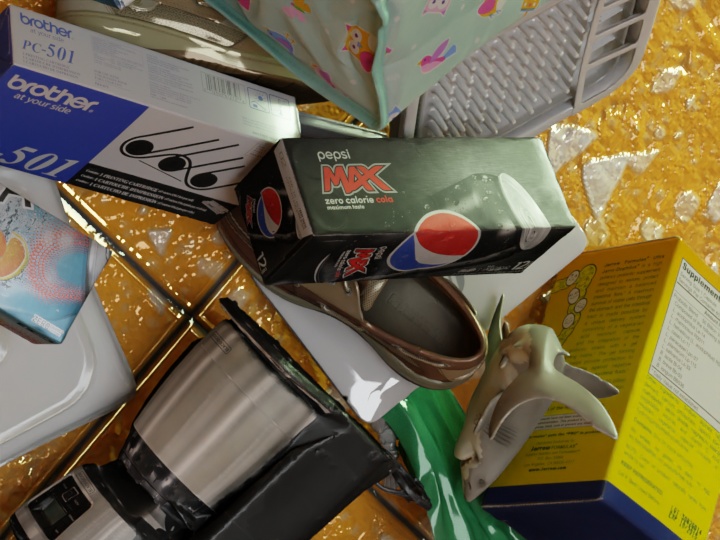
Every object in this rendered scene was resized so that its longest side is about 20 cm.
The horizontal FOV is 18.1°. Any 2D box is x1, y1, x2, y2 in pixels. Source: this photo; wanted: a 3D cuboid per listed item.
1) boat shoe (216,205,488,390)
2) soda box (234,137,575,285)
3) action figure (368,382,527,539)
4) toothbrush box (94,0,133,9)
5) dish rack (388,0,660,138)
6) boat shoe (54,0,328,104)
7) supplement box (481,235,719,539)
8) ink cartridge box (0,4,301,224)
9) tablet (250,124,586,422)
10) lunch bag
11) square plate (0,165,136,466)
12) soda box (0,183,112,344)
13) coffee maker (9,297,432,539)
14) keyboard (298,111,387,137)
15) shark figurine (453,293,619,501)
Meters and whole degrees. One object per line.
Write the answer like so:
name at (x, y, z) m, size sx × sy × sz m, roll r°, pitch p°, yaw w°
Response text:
boat shoe at (0.000, 0.000, 1.412) m, size 0.200 × 0.072 × 0.076 m, roll 32°, pitch 76°, yaw -8°
soda box at (0.029, -0.037, 1.366) m, size 0.200 × 0.063 × 0.071 m, roll -3°, pitch 64°, yaw -35°
action figure at (0.046, 0.118, 1.501) m, size 0.200 × 0.055 × 0.118 m, roll 60°, pitch 40°, yaw -12°
toothbrush box at (-0.134, -0.227, 1.228) m, size 0.146 × 0.200 × 0.085 m, roll -39°, pitch 120°, yaw -17°
dish rack at (0.097, -0.134, 1.419) m, size 0.200 × 0.044 × 0.172 m, roll -31°, pitch 159°, yaw -17°
boat shoe at (-0.088, -0.144, 1.354) m, size 0.200 × 0.071 × 0.065 m, roll 12°, pitch 77°, yaw -33°
supplement box at (0.179, 0.093, 1.512) m, size 0.109 × 0.109 × 0.200 m, roll 39°, pitch 59°, yaw -32°
ink cartridge box at (-0.141, -0.087, 1.316) m, size 0.200 × 0.094 × 0.044 m, roll 16°, pitch 53°, yaw -37°
tablet at (0.040, -0.009, 1.469) m, size 0.200 × 0.014 × 0.130 m, roll -38°, pitch 93°, yaw -16°
lunch bag at (-0.005, -0.203, 1.308) m, size 0.170 × 0.200 × 0.122 m, roll -38°, pitch 148°, yaw -28°
square plate at (-0.244, 0.038, 1.338) m, size 0.198 × 0.028 × 0.200 m, roll -29°, pitch 116°, yaw -21°
soda box at (-0.243, -0.033, 1.263) m, size 0.200 × 0.068 × 0.064 m, roll 31°, pitch 77°, yaw -18°
coffee maker at (-0.084, 0.152, 1.385) m, size 0.200 × 0.135 × 0.192 m, roll -45°, pitch 100°, yaw -1°
keyboard at (-0.079, -0.087, 1.392) m, size 0.200 × 0.056 × 0.011 m, roll 12°, pitch 54°, yaw -32°
shark figurine at (0.120, 0.070, 1.395) m, size 0.089 × 0.215 × 0.128 m, roll 16°, pitch 73°, yaw -4°
